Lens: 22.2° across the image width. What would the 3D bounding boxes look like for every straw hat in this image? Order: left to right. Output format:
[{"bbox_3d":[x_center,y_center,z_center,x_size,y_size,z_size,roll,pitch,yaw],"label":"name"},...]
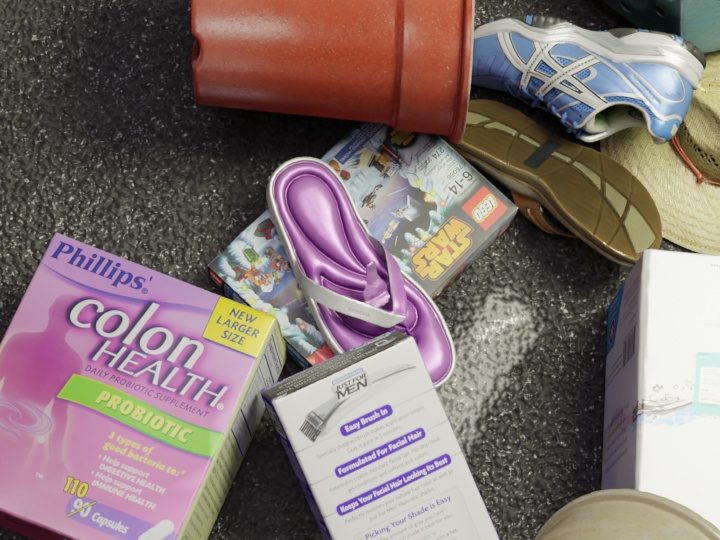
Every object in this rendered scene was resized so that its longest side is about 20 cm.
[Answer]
[{"bbox_3d":[0.288,-0.110,1.404,0.201,0.085,0.201,1,73,-2],"label":"straw hat"}]

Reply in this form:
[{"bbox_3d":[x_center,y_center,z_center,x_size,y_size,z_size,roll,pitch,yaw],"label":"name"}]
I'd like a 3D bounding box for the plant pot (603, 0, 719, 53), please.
[{"bbox_3d":[0.266,-0.281,1.396,0.196,0.196,0.200,41,81,20],"label":"plant pot"}]

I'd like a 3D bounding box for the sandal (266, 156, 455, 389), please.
[{"bbox_3d":[-0.006,0.004,1.333,0.082,0.050,0.203,-34,79,-11],"label":"sandal"}]

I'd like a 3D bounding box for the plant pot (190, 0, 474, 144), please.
[{"bbox_3d":[-0.023,-0.193,1.329,0.195,0.201,0.201,1,72,-3],"label":"plant pot"}]

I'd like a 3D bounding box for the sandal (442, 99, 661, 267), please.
[{"bbox_3d":[0.145,-0.062,1.400,0.200,0.054,0.080,34,50,24],"label":"sandal"}]

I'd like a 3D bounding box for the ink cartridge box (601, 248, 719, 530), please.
[{"bbox_3d":[0.254,0.107,1.302,0.146,0.147,0.200,5,73,-1],"label":"ink cartridge box"}]

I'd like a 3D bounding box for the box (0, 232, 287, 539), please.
[{"bbox_3d":[-0.172,0.103,1.307,0.176,0.097,0.200,21,72,10],"label":"box"}]

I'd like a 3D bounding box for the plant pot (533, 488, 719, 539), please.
[{"bbox_3d":[0.133,0.259,1.148,0.183,0.200,0.201,-18,70,-47],"label":"plant pot"}]

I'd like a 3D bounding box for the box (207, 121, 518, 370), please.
[{"bbox_3d":[0.002,-0.020,1.389,0.137,0.040,0.200,43,76,10],"label":"box"}]

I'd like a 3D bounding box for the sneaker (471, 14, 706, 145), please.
[{"bbox_3d":[0.156,-0.143,1.391,0.200,0.076,0.077,8,75,28],"label":"sneaker"}]

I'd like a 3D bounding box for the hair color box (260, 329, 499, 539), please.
[{"bbox_3d":[0.020,0.154,1.288,0.109,0.065,0.200,-24,99,-9],"label":"hair color box"}]
